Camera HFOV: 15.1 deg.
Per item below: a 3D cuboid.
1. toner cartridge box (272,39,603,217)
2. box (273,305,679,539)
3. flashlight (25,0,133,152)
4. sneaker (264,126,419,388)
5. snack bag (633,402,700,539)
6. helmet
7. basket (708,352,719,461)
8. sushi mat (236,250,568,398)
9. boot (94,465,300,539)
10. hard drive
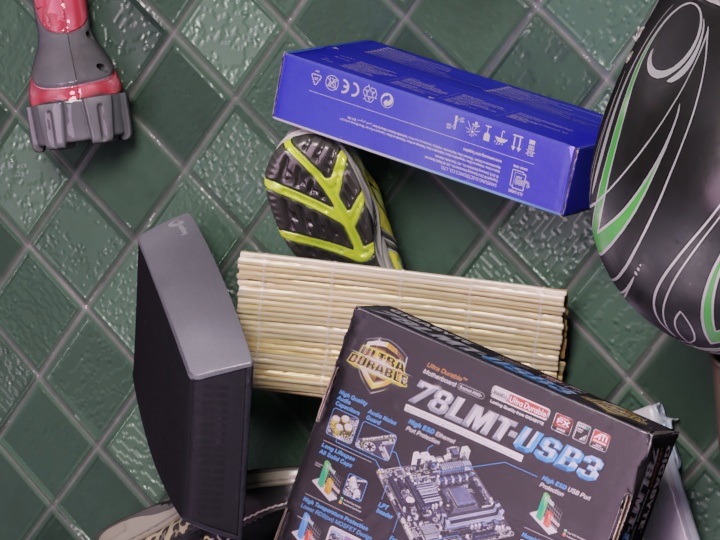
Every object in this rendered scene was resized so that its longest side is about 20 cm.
[{"bbox_3d":[0.058,-0.085,1.574,0.200,0.095,0.043,20,108,29],"label":"toner cartridge box"},{"bbox_3d":[0.055,0.145,1.538,0.200,0.050,0.199,22,98,24],"label":"box"},{"bbox_3d":[-0.192,-0.178,1.732,0.068,0.068,0.201,-5,96,34],"label":"flashlight"},{"bbox_3d":[0.000,0.000,1.643,0.075,0.076,0.201,-8,112,13],"label":"sneaker"},{"bbox_3d":[0.124,0.192,1.619,0.200,0.021,0.189,-18,87,33],"label":"snack bag"},{"bbox_3d":[0.211,-0.046,1.424,0.200,0.200,0.191,23,107,27],"label":"helmet"},{"bbox_3d":[0.266,0.149,1.462,0.180,0.136,0.201,12,108,32],"label":"basket"},{"bbox_3d":[0.023,0.041,1.608,0.199,0.012,0.096,7,117,8],"label":"sushi mat"},{"bbox_3d":[-0.079,0.212,1.700,0.203,0.073,0.154,-24,69,39],"label":"boot"},{"bbox_3d":[-0.104,0.062,1.648,0.200,0.042,0.135,-118,29,-59],"label":"hard drive"}]
